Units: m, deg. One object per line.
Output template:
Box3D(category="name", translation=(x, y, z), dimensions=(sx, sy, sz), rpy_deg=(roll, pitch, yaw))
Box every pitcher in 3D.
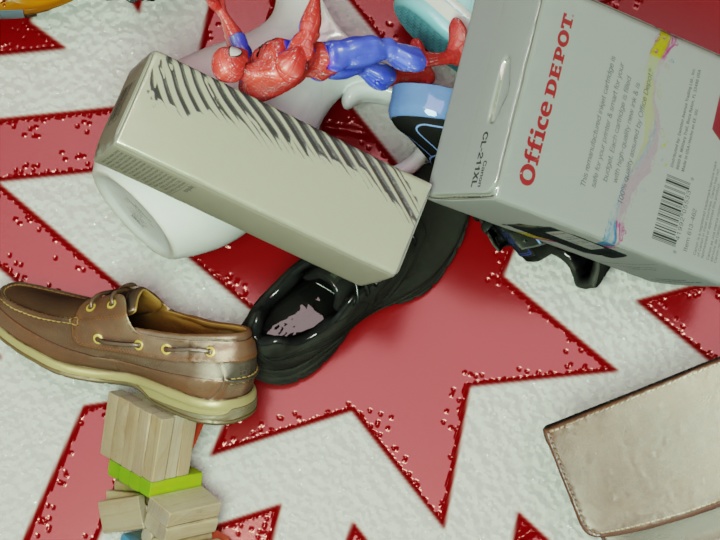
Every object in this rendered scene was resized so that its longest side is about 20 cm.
Box3D(category="pitcher", translation=(-0.065, -0.086, 1.592), dimensions=(0.172, 0.121, 0.200), rpy_deg=(43, 73, 13))

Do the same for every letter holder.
Box3D(category="letter holder", translation=(0.244, 0.130, 1.532), dimensions=(0.200, 0.101, 0.143), rpy_deg=(-23, 83, 15))

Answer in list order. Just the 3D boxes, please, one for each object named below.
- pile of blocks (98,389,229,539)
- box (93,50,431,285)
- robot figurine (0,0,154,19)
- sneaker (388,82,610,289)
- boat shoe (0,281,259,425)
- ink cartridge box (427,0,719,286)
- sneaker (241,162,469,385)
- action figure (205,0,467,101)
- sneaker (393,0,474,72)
Box3D(category="pile of blocks", translation=(-0.125, 0.176, 1.585), dimensions=(0.062, 0.082, 0.201), rpy_deg=(-7, 89, -44))
Box3D(category="box", translation=(-0.063, -0.063, 1.494), dimensions=(0.200, 0.082, 0.069), rpy_deg=(25, 79, -14))
Box3D(category="robot figurine", translation=(-0.200, -0.242, 1.612), dimensions=(0.199, 0.058, 0.145), rpy_deg=(-19, 82, -2))
Box3D(category="sneaker", translation=(0.098, -0.056, 1.579), dimensions=(0.200, 0.070, 0.078), rpy_deg=(25, 76, -22))
Box3D(category="boat shoe", translation=(-0.156, 0.039, 1.575), dimensions=(0.200, 0.072, 0.068), rpy_deg=(18, 114, 19))
Box3D(category="ink cartridge box", translation=(0.156, -0.087, 1.529), dimensions=(0.200, 0.083, 0.146), rpy_deg=(19, 81, -31))
Box3D(category="sneaker", translation=(0.000, 0.000, 1.590), dimensions=(0.200, 0.091, 0.076), rpy_deg=(-44, 82, -8))
Box3D(category="action figure", translation=(-0.026, -0.161, 1.525), dimensions=(0.200, 0.065, 0.099), rpy_deg=(-13, 81, -44))
Box3D(category="sneaker", translation=(0.136, -0.169, 1.625), dimensions=(0.200, 0.080, 0.131), rpy_deg=(39, 78, 0))
